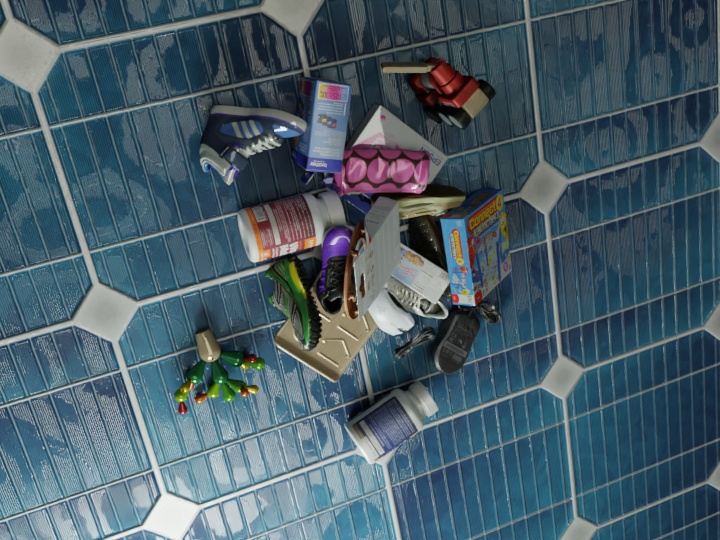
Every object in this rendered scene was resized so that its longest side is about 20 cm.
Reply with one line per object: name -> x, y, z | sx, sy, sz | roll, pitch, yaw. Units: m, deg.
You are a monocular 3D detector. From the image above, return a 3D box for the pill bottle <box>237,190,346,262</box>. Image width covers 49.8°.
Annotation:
pill bottle -> -0.137, -0.093, 1.552 | 0.200, 0.110, 0.110 | -16, 111, -14

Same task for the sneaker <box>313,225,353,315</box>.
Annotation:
sneaker -> -0.043, 0.008, 1.541 | 0.069, 0.100, 0.200 | -1, 132, -15

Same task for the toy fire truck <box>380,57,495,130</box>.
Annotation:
toy fire truck -> 0.135, -0.373, 1.524 | 0.129, 0.176, 0.200 | -48, 115, 0

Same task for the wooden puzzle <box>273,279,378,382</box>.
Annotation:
wooden puzzle -> -0.067, 0.116, 1.681 | 0.185, 0.046, 0.200 | 36, 88, -26

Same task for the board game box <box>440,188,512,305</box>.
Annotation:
board game box -> 0.254, -0.054, 1.674 | 0.200, 0.056, 0.196 | -36, 123, -48

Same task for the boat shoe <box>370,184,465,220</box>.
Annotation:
boat shoe -> 0.120, -0.134, 1.612 | 0.200, 0.073, 0.063 | -9, 120, -13

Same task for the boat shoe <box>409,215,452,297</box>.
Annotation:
boat shoe -> 0.174, -0.040, 1.707 | 0.074, 0.076, 0.200 | -36, 109, -36

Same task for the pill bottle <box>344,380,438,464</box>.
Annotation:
pill bottle -> 0.073, 0.340, 1.762 | 0.200, 0.111, 0.111 | -34, 115, -7

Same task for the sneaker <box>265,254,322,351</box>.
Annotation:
sneaker -> -0.137, 0.073, 1.596 | 0.085, 0.078, 0.200 | -22, 74, 11

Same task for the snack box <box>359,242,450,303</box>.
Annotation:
snack box -> 0.096, -0.012, 1.661 | 0.200, 0.024, 0.072 | 33, 95, 1

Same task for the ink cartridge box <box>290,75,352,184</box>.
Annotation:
ink cartridge box -> -0.080, -0.268, 1.502 | 0.076, 0.136, 0.200 | 2, 106, -18

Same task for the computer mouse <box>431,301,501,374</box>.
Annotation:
computer mouse -> 0.227, 0.147, 1.794 | 0.138, 0.053, 0.200 | 35, 82, -27

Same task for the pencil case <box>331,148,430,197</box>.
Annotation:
pencil case -> 0.044, -0.195, 1.554 | 0.200, 0.091, 0.094 | -3, 74, -16

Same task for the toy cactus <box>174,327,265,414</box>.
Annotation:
toy cactus -> -0.302, 0.203, 1.605 | 0.200, 0.102, 0.165 | -20, 103, -4

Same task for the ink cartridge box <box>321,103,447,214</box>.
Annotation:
ink cartridge box -> 0.053, -0.210, 1.621 | 0.196, 0.043, 0.200 | 32, 93, -26

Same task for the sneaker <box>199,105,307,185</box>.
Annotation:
sneaker -> -0.206, -0.226, 1.454 | 0.200, 0.081, 0.147 | 9, 84, 14

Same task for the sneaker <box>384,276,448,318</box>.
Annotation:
sneaker -> 0.103, 0.053, 1.701 | 0.200, 0.081, 0.077 | 19, 101, -22

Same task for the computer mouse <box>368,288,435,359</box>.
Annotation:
computer mouse -> 0.076, 0.116, 1.677 | 0.110, 0.044, 0.200 | -29, 128, 18

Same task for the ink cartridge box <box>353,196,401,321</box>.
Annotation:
ink cartridge box -> 0.020, -0.024, 1.528 | 0.200, 0.047, 0.160 | -54, 151, -40

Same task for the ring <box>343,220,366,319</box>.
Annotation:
ring -> 0.000, 0.000, 1.556 | 0.019, 0.200, 0.201 | 6, 107, 12
